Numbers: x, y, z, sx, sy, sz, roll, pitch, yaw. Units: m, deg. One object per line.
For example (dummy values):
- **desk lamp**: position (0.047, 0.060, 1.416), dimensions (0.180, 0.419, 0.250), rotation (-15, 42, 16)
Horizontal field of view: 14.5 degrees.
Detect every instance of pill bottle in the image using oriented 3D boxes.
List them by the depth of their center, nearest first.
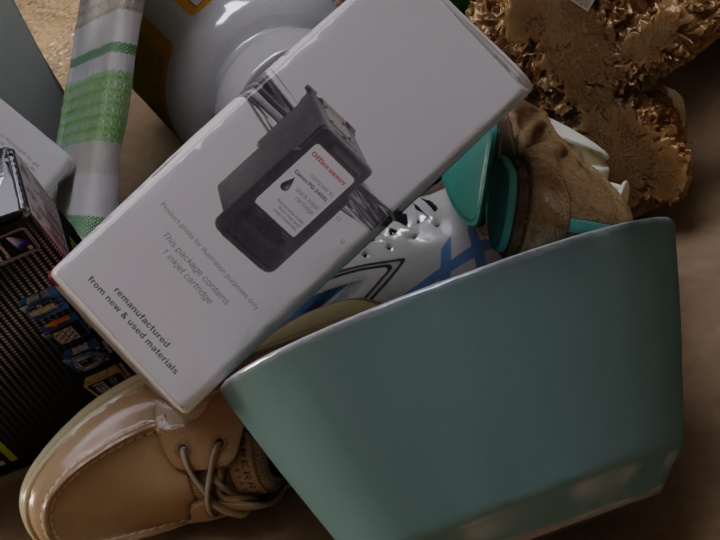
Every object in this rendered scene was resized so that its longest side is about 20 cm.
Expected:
- **pill bottle**: position (-0.065, -0.117, 1.553), dimensions (0.113, 0.113, 0.200), rotation (-31, 31, -9)

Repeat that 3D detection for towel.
- **towel**: position (-0.131, -0.106, 1.502), dimensions (0.031, 0.200, 0.149), rotation (10, -1, -15)

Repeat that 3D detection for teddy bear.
- **teddy bear**: position (0.111, -0.125, 1.368), dimensions (0.145, 0.200, 0.067), rotation (-35, -3, 32)

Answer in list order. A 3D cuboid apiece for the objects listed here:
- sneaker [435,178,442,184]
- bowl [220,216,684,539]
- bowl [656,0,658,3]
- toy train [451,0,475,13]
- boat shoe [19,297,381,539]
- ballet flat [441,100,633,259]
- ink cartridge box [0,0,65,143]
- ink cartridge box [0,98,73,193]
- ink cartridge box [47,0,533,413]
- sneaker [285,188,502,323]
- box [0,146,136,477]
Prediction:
- **sneaker**: position (-0.030, -0.026, 1.436), dimensions (0.200, 0.070, 0.082), rotation (-30, 24, 10)
- **bowl**: position (0.052, 0.062, 1.163), dimensions (0.201, 0.105, 0.201), rotation (-19, -8, -3)
- **bowl**: position (0.151, -0.173, 1.482), dimensions (0.201, 0.090, 0.201), rotation (-11, 24, 5)
- **toy train**: position (0.032, -0.159, 1.511), dimensions (0.056, 0.042, 0.200), rotation (-16, 71, 4)
- **boat shoe**: position (-0.062, 0.077, 1.301), dimensions (0.200, 0.071, 0.065), rotation (-28, 30, -6)
- **ballet flat**: position (0.085, -0.041, 1.302), dimensions (0.072, 0.068, 0.200), rotation (9, 11, -10)
- **ink cartridge box**: position (-0.275, -0.083, 1.626), dimensions (0.200, 0.145, 0.145), rotation (-31, 31, -9)
- **ink cartridge box**: position (-0.271, -0.023, 1.480), dimensions (0.200, 0.145, 0.084), rotation (-51, 8, -14)
- **ink cartridge box**: position (-0.034, -0.037, 1.224), dimensions (0.200, 0.083, 0.145), rotation (-43, 4, -6)
- **sneaker**: position (0.000, 0.000, 1.372), dimensions (0.200, 0.073, 0.072), rotation (-30, 30, -8)
- **box**: position (-0.211, 0.040, 1.346), dimensions (0.193, 0.200, 0.048), rotation (-23, 56, 5)
